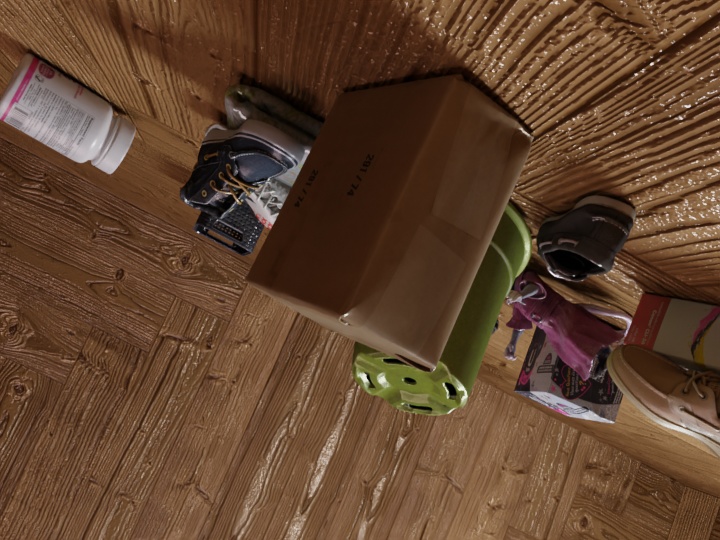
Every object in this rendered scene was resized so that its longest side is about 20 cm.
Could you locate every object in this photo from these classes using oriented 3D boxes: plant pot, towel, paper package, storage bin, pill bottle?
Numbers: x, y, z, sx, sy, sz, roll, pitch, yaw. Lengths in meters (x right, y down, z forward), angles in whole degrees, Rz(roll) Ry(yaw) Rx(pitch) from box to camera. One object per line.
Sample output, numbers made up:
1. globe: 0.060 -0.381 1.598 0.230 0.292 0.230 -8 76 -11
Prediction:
1. plant pot: 0.070 0.037 0.706 0.194 0.193 0.202 13 146 9
2. towel: -0.068 -0.139 0.791 0.196 0.049 0.171 27 168 -7
3. paper package: 0.017 -0.045 0.564 0.102 0.204 0.189 30 171 -32
4. storage bin: -0.290 -0.107 1.485 0.133 0.096 0.199 28 171 -14
5. pill bottle: -0.484 -0.253 1.109 0.198 0.116 0.112 31 170 -33

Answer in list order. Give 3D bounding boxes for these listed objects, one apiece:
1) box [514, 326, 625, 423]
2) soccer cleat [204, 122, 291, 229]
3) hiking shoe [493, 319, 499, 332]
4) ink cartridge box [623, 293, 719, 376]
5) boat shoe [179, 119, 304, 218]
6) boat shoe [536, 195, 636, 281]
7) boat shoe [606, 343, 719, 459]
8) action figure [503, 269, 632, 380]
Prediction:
1. box: 0.332 0.154 1.054 0.112 0.135 0.200 23 171 4
2. soccer cleat: -0.137 -0.120 0.902 0.200 0.068 0.085 48 177 2
3. hiking shoe: 0.121 0.047 0.910 0.077 0.099 0.201 57 -173 -21
4. ink cartridge box: 0.398 0.092 0.703 0.115 0.069 0.198 32 170 -30
5. boat shoe: -0.133 -0.103 0.733 0.070 0.093 0.198 31 168 -32
6. boat shoe: 0.205 -0.018 0.650 0.065 0.058 0.200 24 171 6
7. boat shoe: 0.347 0.130 0.674 0.198 0.071 0.066 35 139 22
8. action figure: 0.251 0.048 0.876 0.200 0.148 0.135 43 158 18
